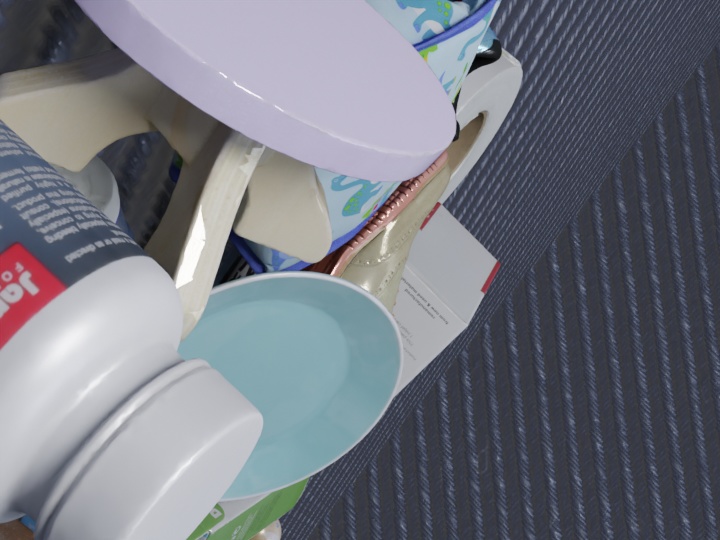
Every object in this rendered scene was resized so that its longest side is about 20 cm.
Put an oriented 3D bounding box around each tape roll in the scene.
[{"bbox_3d":[0.053,-0.116,1.086,0.203,0.071,0.203,-48,167,-14],"label":"tape roll"}]

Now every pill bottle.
[{"bbox_3d":[-0.137,0.022,0.474,0.120,0.199,0.120,-47,168,-14],"label":"pill bottle"}]

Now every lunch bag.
[{"bbox_3d":[0.000,-0.117,0.752,0.199,0.128,0.171,-27,156,-39],"label":"lunch bag"}]

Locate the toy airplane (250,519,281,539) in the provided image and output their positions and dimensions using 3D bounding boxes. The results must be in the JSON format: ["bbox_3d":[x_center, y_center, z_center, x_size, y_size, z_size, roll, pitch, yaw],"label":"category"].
[{"bbox_3d":[-0.138,0.232,1.104,0.198,0.139,0.203,-19,-122,55],"label":"toy airplane"}]

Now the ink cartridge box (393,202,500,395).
[{"bbox_3d":[0.015,0.055,1.073,0.200,0.083,0.147,-47,-179,27],"label":"ink cartridge box"}]

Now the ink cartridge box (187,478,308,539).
[{"bbox_3d":[-0.127,0.158,0.917,0.199,0.103,0.060,-26,150,-57],"label":"ink cartridge box"}]

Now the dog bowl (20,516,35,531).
[{"bbox_3d":[-0.207,0.163,1.003,0.201,0.049,0.111,-58,167,26],"label":"dog bowl"}]

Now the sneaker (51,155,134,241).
[{"bbox_3d":[-0.187,0.043,0.637,0.201,0.080,0.147,-51,166,-28],"label":"sneaker"}]

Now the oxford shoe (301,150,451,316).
[{"bbox_3d":[0.000,0.000,0.852,0.200,0.074,0.071,-48,-153,-12],"label":"oxford shoe"}]

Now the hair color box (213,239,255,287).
[{"bbox_3d":[-0.116,0.031,0.836,0.201,0.060,0.099,-56,161,-8],"label":"hair color box"}]

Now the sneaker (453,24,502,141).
[{"bbox_3d":[0.029,-0.118,0.942,0.201,0.090,0.078,-51,168,7],"label":"sneaker"}]

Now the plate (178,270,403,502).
[{"bbox_3d":[-0.068,0.070,0.777,0.197,0.026,0.202,-13,135,-13],"label":"plate"}]

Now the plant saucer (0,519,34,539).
[{"bbox_3d":[-0.254,0.154,0.613,0.197,0.037,0.201,-11,-170,2],"label":"plant saucer"}]

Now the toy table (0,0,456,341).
[{"bbox_3d":[-0.067,-0.074,0.565,0.117,0.198,0.185,-45,-154,33],"label":"toy table"}]
